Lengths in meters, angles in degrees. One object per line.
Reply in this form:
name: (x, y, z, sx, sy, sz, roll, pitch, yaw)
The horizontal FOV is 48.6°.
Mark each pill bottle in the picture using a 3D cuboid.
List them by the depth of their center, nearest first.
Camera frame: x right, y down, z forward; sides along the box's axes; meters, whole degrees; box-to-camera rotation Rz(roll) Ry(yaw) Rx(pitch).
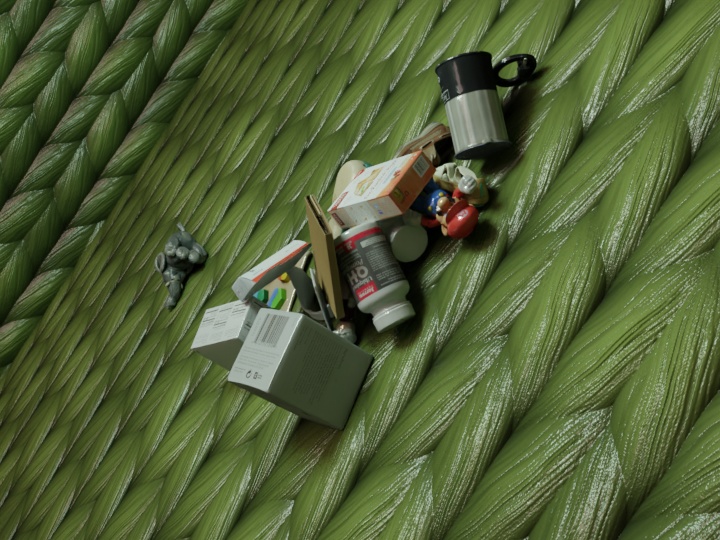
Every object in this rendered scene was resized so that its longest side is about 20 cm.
pill bottle: (0.028, 0.015, 1.561, 0.111, 0.111, 0.200, -34, 77, 32)
pill bottle: (0.059, -0.090, 1.680, 0.113, 0.113, 0.200, -54, 32, 4)

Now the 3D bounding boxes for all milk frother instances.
milk frother: (0.270, -0.333, 1.604, 0.200, 0.180, 0.188, -13, 85, 13)

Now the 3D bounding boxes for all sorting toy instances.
sorting toy: (-0.216, 0.040, 2.007, 0.185, 0.036, 0.200, -6, 57, 51)

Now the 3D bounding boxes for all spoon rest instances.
spoon rest: (-0.121, 0.054, 1.823, 0.061, 0.099, 0.200, -44, 41, -3)

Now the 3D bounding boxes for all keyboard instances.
keyboard: (-0.076, 0.082, 1.656, 0.011, 0.200, 0.056, -13, 45, 3)

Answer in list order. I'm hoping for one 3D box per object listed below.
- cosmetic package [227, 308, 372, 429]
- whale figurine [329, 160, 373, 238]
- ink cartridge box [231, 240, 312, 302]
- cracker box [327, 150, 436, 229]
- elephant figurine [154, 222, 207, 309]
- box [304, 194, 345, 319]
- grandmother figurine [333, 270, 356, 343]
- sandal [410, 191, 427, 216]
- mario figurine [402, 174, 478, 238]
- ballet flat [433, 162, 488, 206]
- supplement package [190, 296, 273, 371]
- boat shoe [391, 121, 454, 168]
cosmetic package: (-0.119, 0.194, 1.587, 0.165, 0.200, 0.165, 3, 64, 54)
whale figurine: (-0.011, -0.160, 1.874, 0.159, 0.104, 0.200, -110, 35, -51)
ink cartridge box: (-0.184, -0.019, 1.719, 0.162, 0.057, 0.200, -36, -7, -29)
cracker box: (0.040, -0.159, 1.596, 0.200, 0.058, 0.134, -11, 36, 52)
elephant figurine: (-0.574, -0.012, 2.465, 0.200, 0.141, 0.155, -56, -1, 31)
box: (-0.071, -0.027, 1.577, 0.021, 0.200, 0.164, -14, 35, -11)
grandmother figurine: (-0.032, 0.058, 1.658, 0.121, 0.060, 0.200, -161, 70, -78)
sandal: (0.097, -0.172, 1.745, 0.080, 0.057, 0.201, -18, 45, -11)
mario figurine: (0.151, -0.136, 1.542, 0.200, 0.106, 0.124, 41, 128, 52)
ballet flat: (0.196, -0.187, 1.622, 0.069, 0.063, 0.200, -18, 29, -24)
supplement package: (-0.265, 0.159, 1.857, 0.200, 0.156, 0.111, -15, 48, 46)
boat shoe: (0.136, -0.246, 1.711, 0.072, 0.076, 0.200, 28, 64, 34)
